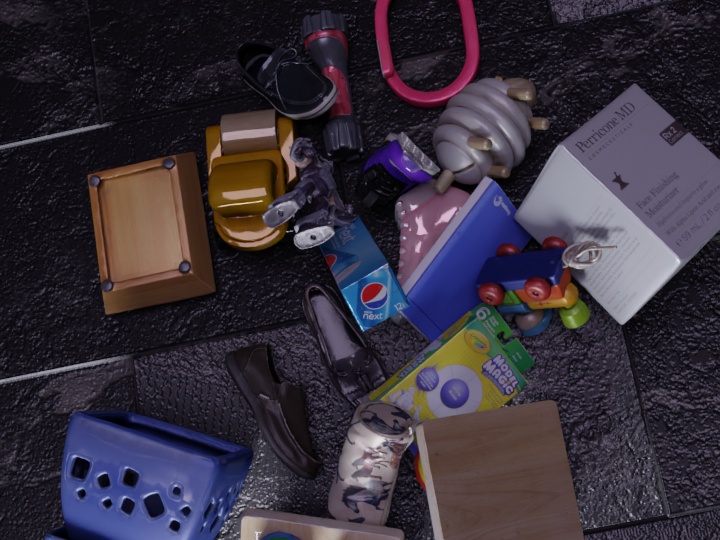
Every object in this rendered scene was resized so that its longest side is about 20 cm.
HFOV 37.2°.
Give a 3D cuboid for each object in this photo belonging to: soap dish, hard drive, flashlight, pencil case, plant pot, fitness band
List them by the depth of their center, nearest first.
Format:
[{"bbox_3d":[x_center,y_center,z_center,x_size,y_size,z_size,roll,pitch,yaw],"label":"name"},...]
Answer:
[{"bbox_3d":[0.011,0.260,1.318,0.088,0.078,0.202,20,109,13],"label":"pencil case"},{"bbox_3d":[-0.264,0.286,1.326,0.198,0.200,0.182,16,86,9],"label":"plant pot"},{"bbox_3d":[0.134,-0.004,1.376,0.025,0.132,0.201,32,82,43],"label":"hard drive"},{"bbox_3d":[-0.290,-0.055,1.455,0.155,0.081,0.203,-11,78,4],"label":"soap dish"},{"bbox_3d":[-0.038,-0.254,1.472,0.067,0.068,0.203,-4,73,-16],"label":"flashlight"},{"bbox_3d":[0.093,-0.326,1.494,0.142,0.037,0.203,-7,79,2],"label":"fitness band"}]

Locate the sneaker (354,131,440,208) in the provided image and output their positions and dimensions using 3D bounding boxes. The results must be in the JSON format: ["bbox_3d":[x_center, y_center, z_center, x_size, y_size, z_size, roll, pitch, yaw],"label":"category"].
[{"bbox_3d":[0.039,-0.119,1.381,0.069,0.200,0.100,43,92,-8],"label":"sneaker"}]

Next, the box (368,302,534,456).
[{"bbox_3d":[0.122,0.145,1.365,0.200,0.048,0.118,-41,102,-4],"label":"box"}]

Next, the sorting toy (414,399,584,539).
[{"bbox_3d":[0.160,0.274,1.306,0.198,0.069,0.202,-4,78,-27],"label":"sorting toy"}]

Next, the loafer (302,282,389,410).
[{"bbox_3d":[-0.022,0.105,1.401,0.071,0.063,0.201,-30,77,0],"label":"loafer"}]

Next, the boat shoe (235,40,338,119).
[{"bbox_3d":[-0.105,-0.260,1.443,0.075,0.062,0.199,-49,47,-7],"label":"boat shoe"}]

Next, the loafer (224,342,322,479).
[{"bbox_3d":[-0.102,0.177,1.389,0.071,0.073,0.201,-33,77,1],"label":"loafer"}]

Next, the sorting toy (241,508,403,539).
[{"bbox_3d":[-0.055,0.405,1.288,0.196,0.070,0.203,6,109,8],"label":"sorting toy"}]

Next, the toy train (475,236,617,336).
[{"bbox_3d":[0.251,0.025,1.321,0.198,0.116,0.085,-8,42,43],"label":"toy train"}]

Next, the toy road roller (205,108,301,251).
[{"bbox_3d":[-0.146,-0.127,1.420,0.121,0.146,0.203,-6,78,5],"label":"toy road roller"}]

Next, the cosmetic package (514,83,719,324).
[{"bbox_3d":[0.332,-0.081,1.324,0.164,0.165,0.200,-37,76,-29],"label":"cosmetic package"}]

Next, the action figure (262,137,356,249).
[{"bbox_3d":[-0.058,-0.099,1.376,0.069,0.201,0.130,-34,107,25],"label":"action figure"}]

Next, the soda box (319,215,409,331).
[{"bbox_3d":[0.000,0.000,1.351,0.067,0.200,0.065,-29,111,0],"label":"soda box"}]

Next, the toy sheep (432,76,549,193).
[{"bbox_3d":[0.162,-0.178,1.404,0.138,0.138,0.200,40,71,12],"label":"toy sheep"}]

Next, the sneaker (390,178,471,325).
[{"bbox_3d":[0.072,-0.032,1.415,0.104,0.075,0.201,31,81,14],"label":"sneaker"}]
